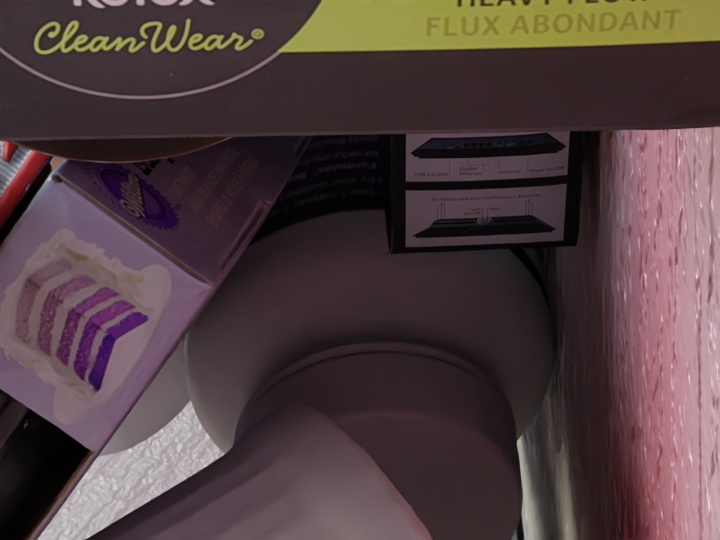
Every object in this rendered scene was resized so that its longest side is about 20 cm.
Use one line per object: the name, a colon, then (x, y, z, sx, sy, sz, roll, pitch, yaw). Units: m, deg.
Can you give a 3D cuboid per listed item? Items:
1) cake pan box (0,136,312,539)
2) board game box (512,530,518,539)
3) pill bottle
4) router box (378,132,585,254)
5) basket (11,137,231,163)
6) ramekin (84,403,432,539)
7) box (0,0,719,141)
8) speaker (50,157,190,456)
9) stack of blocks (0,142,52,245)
cake pan box: (-0.089, 0.035, 0.737, 0.184, 0.052, 0.200, -55, 3, 19)
board game box: (0.029, 0.153, 1.060, 0.148, 0.064, 0.201, 91, 176, -55)
pill bottle: (0.000, 0.000, 0.868, 0.200, 0.111, 0.112, -95, 2, -47)
router box: (0.025, -0.129, 0.739, 0.158, 0.052, 0.200, 89, 177, -46)
basket: (-0.073, -0.124, 0.683, 0.200, 0.180, 0.136, -113, 7, -53)
ramekin: (-0.015, 0.144, 0.713, 0.201, 0.097, 0.201, 59, 166, 25)
box: (-0.015, -0.126, 0.482, 0.200, 0.148, 0.125, -96, 4, -54)
speaker: (-0.101, -0.033, 0.859, 0.200, 0.081, 0.081, 78, -175, -47)
stack of blocks: (-0.127, 0.001, 0.667, 0.115, 0.058, 0.200, -56, 4, -7)
